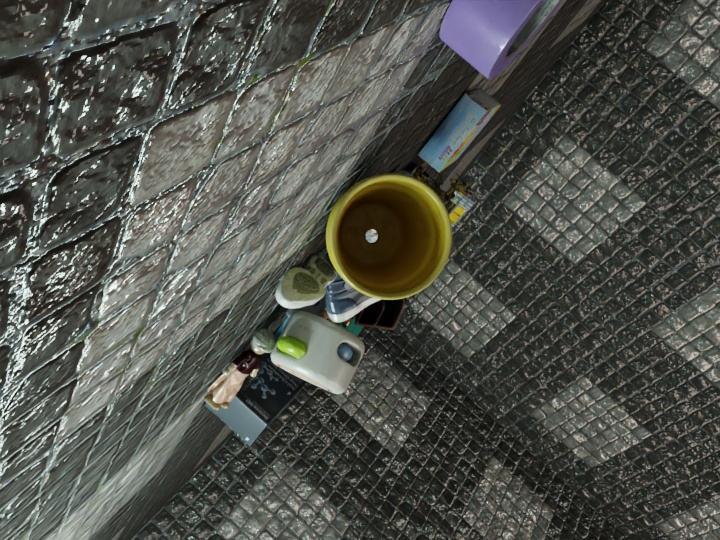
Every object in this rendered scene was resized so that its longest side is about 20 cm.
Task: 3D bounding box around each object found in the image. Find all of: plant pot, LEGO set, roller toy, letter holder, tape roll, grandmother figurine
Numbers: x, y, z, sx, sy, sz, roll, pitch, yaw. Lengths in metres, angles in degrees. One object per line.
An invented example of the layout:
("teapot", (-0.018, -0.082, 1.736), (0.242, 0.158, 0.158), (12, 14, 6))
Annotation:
("plant pot", (0.035, -0.060, 1.105), (0.201, 0.201, 0.189), (-48, -170, -3))
("LEGO set", (0.190, -0.190, 1.490), (0.116, 0.154, 0.200), (-49, -174, 29))
("roller toy", (-0.091, 0.175, 1.418), (0.140, 0.182, 0.200), (-64, -175, -14))
("letter holder", (0.054, 0.020, 1.563), (0.142, 0.100, 0.200), (112, -15, -58))
("tape roll", (0.194, -0.344, 0.800), (0.200, 0.085, 0.200), (-48, 175, -6))
("grandmother figurine", (-0.254, 0.208, 1.380), (0.200, 0.061, 0.121), (-52, 169, 7))

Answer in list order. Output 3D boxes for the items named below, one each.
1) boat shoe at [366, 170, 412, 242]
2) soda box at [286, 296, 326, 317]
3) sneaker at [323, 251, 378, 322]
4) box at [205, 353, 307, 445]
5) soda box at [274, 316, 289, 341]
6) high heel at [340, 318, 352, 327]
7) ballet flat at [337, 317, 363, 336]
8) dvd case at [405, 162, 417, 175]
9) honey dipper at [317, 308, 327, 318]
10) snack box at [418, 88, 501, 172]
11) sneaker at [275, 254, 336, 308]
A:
("boat shoe", (0.054, -0.141, 1.271), (0.065, 0.074, 0.200), (84, 28, -49))
("soda box", (-0.089, 0.053, 1.563), (0.200, 0.068, 0.063), (-48, 174, -12))
("sneaker", (0.001, 0.001, 1.364), (0.202, 0.077, 0.146), (-35, 128, -31))
("box", (-0.250, 0.298, 1.584), (0.107, 0.148, 0.200), (-52, 175, 36))
("soda box", (-0.169, 0.152, 1.668), (0.200, 0.064, 0.068), (-53, 174, 38))
("high heel", (0.000, 0.030, 1.470), (0.143, 0.071, 0.200), (-7, -106, 55))
("ballet flat", (-0.005, 0.122, 1.755), (0.070, 0.067, 0.200), (-5, -147, 52))
("dvd case", (0.060, -0.140, 1.426), (0.200, 0.018, 0.143), (-51, 169, -44))
("honey dipper", (-0.066, 0.096, 1.533), (0.038, 0.038, 0.200), (-49, 169, 11))
("snack box", (0.226, -0.318, 1.447), (0.169, 0.068, 0.200), (-51, 177, 27))
("sneaker", (-0.113, 0.043, 1.213), (0.099, 0.078, 0.200), (-47, 176, 22))
